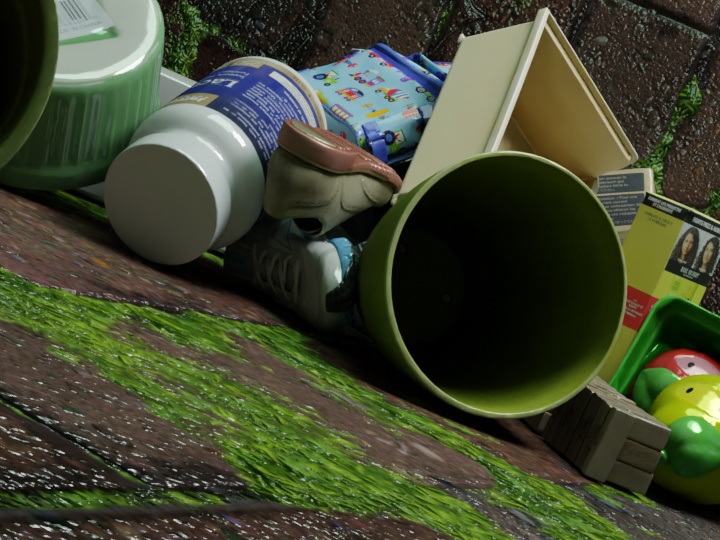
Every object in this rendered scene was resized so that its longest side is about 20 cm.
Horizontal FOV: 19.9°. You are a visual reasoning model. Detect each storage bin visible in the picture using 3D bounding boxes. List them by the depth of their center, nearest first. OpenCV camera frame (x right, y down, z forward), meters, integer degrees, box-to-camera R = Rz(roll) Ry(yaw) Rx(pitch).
[{"bbox_3d":[0.137,-0.072,1.722,0.093,0.201,0.199,-8,-45,36],"label":"storage bin"}]

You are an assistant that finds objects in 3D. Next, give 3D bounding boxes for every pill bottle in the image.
[{"bbox_3d":[-0.110,-0.083,1.563,0.115,0.116,0.200,25,28,10],"label":"pill bottle"}]

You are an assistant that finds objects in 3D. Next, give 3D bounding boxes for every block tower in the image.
[{"bbox_3d":[0.168,0.109,1.536,0.057,0.054,0.200,22,6,-16],"label":"block tower"}]

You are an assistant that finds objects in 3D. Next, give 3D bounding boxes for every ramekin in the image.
[{"bbox_3d":[-0.243,-0.166,1.565,0.198,0.098,0.201,10,46,-10],"label":"ramekin"}]

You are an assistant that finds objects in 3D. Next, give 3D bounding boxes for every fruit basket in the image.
[{"bbox_3d":[0.278,0.117,1.572,0.215,0.156,0.216,31,-11,7],"label":"fruit basket"}]

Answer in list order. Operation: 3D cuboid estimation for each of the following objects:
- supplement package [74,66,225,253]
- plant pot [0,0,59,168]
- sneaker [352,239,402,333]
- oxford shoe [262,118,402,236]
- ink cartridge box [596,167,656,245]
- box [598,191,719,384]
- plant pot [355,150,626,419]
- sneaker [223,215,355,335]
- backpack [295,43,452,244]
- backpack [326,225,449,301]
[{"bbox_3d":[-0.162,-0.104,1.746,0.199,0.122,0.120,24,5,-14],"label":"supplement package"},{"bbox_3d":[-0.281,-0.123,1.226,0.199,0.201,0.190,24,-8,-7],"label":"plant pot"},{"bbox_3d":[0.000,0.000,1.728,0.080,0.075,0.200,20,7,-43],"label":"sneaker"},{"bbox_3d":[-0.027,-0.065,1.560,0.071,0.074,0.200,30,6,22],"label":"oxford shoe"},{"bbox_3d":[0.203,-0.008,1.928,0.163,0.076,0.200,-3,-32,10],"label":"ink cartridge box"},{"bbox_3d":[0.230,0.041,1.679,0.050,0.201,0.075,28,5,41],"label":"box"},{"bbox_3d":[0.070,0.012,1.526,0.186,0.188,0.200,23,-9,-18],"label":"plant pot"},{"bbox_3d":[-0.060,0.000,1.580,0.086,0.076,0.200,1,13,-18],"label":"sneaker"},{"bbox_3d":[0.048,-0.122,1.828,0.199,0.135,0.183,-19,37,-20],"label":"backpack"},{"bbox_3d":[0.027,-0.043,1.958,0.166,0.128,0.199,-11,24,-43],"label":"backpack"}]
